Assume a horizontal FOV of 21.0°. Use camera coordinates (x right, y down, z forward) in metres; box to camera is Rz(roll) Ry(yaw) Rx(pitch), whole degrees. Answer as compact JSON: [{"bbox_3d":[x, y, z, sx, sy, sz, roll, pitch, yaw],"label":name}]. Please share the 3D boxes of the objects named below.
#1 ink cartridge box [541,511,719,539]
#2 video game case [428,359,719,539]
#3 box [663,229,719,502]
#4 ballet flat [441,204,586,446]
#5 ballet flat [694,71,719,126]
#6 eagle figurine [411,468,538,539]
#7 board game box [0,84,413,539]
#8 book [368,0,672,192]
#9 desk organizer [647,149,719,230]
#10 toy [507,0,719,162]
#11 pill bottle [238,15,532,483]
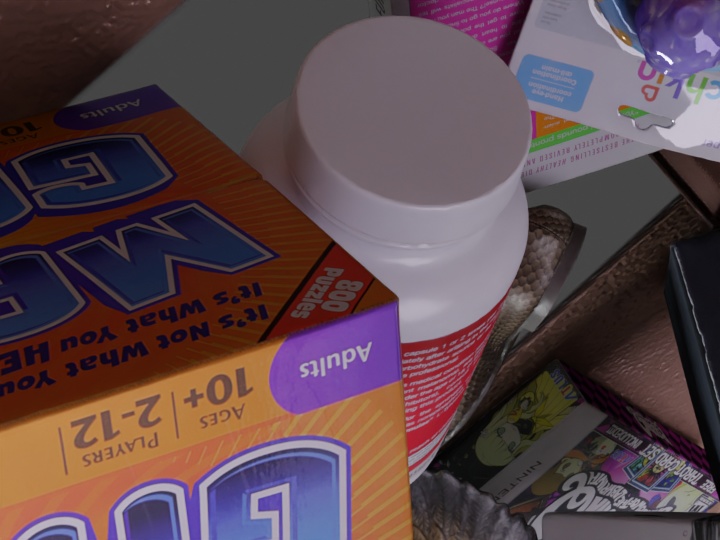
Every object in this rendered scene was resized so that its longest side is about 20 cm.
[{"bbox_3d":[0.196,0.148,0.897,0.199,0.068,0.116,-3,173,40],"label":"ink cartridge box"},{"bbox_3d":[0.093,0.142,1.074,0.181,0.036,0.200,-41,144,13],"label":"video game case"},{"bbox_3d":[0.248,0.030,0.884,0.195,0.125,0.200,-16,171,5],"label":"box"},{"bbox_3d":[0.047,0.025,0.869,0.200,0.046,0.068,119,-4,-62],"label":"ballet flat"},{"bbox_3d":[0.171,-0.129,0.735,0.072,0.072,0.202,-8,121,-30],"label":"ballet flat"},{"bbox_3d":[0.041,0.198,0.967,0.150,0.153,0.200,-19,153,20],"label":"eagle figurine"},{"bbox_3d":[-0.112,0.082,0.652,0.199,0.200,0.201,-17,120,-22],"label":"board game box"},{"bbox_3d":[0.068,-0.112,0.745,0.133,0.048,0.201,-21,142,-12],"label":"book"},{"bbox_3d":[0.229,-0.083,0.882,0.199,0.072,0.077,-10,137,-29],"label":"desk organizer"},{"bbox_3d":[0.133,-0.120,0.681,0.114,0.047,0.201,15,122,-6],"label":"toy"},{"bbox_3d":[0.000,0.000,0.743,0.112,0.113,0.201,-16,151,-22],"label":"pill bottle"}]
